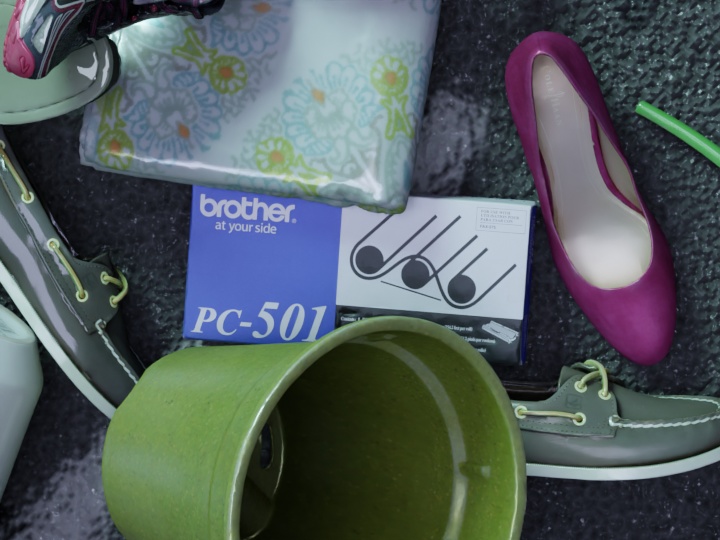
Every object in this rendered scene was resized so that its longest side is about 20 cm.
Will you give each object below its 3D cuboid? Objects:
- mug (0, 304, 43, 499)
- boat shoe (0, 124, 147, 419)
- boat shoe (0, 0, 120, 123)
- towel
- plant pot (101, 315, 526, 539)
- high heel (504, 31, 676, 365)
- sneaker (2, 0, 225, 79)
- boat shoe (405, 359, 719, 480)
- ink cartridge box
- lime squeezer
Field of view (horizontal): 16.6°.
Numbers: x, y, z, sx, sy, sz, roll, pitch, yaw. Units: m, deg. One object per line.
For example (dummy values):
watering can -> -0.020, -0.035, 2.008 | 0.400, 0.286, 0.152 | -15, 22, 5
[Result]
mug -> -0.274, 0.077, 1.421 | 0.186, 0.149, 0.154 | 30, 98, 2
boat shoe -> -0.173, 0.006, 1.439 | 0.060, 0.072, 0.202 | -38, 96, 2
boat shoe -> -0.219, -0.120, 1.404 | 0.200, 0.060, 0.072 | 2, 92, 24
towel -> -0.057, -0.129, 1.408 | 0.198, 0.048, 0.173 | 8, 84, 10
plant pot -> -0.042, 0.117, 1.363 | 0.199, 0.184, 0.202 | -4, 97, -38
high heel -> 0.132, -0.038, 1.385 | 0.067, 0.096, 0.202 | -14, 94, 8
sneaker -> -0.112, -0.160, 1.320 | 0.075, 0.081, 0.200 | 45, 56, 7
boat shoe -> 0.116, 0.084, 1.413 | 0.200, 0.072, 0.061 | -3, 101, 11
ink cartridge box -> 0.000, 0.000, 1.432 | 0.198, 0.044, 0.095 | 5, 95, 7
lime squeezer -> 0.230, -0.019, 1.413 | 0.070, 0.038, 0.201 | -23, 94, 40
